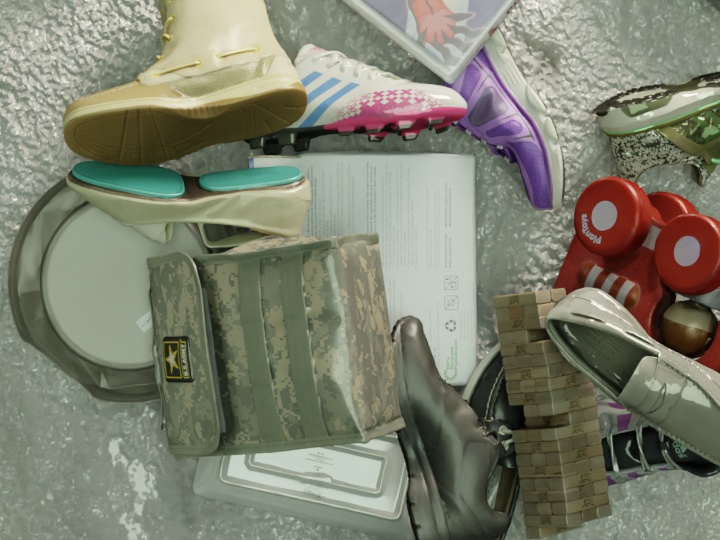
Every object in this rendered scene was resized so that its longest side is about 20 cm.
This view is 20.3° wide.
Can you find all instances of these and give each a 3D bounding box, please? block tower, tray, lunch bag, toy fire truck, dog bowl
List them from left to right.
[{"bbox_3d":[-0.194,0.009,1.684,0.198,0.059,0.202,0,92,-4],"label":"dog bowl"},{"bbox_3d":[-0.081,0.060,1.597,0.198,0.117,0.166,-7,91,22],"label":"lunch bag"},{"bbox_3d":[-0.037,0.162,1.720,0.198,0.022,0.108,13,91,-5],"label":"tray"},{"bbox_3d":[0.159,0.117,1.666,0.054,0.058,0.202,-7,89,-39],"label":"block tower"},{"bbox_3d":[0.246,0.026,1.668,0.199,0.112,0.169,28,101,37],"label":"toy fire truck"}]

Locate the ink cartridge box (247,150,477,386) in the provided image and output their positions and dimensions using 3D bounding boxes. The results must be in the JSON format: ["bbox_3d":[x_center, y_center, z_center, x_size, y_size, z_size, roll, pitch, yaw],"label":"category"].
[{"bbox_3d":[0.000,0.000,1.701,0.198,0.041,0.202,0,92,-12],"label":"ink cartridge box"}]

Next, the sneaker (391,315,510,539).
[{"bbox_3d":[0.070,0.133,1.651,0.090,0.076,0.202,-13,90,1],"label":"sneaker"}]

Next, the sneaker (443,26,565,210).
[{"bbox_3d":[0.108,-0.133,1.701,0.083,0.081,0.201,-30,85,-1],"label":"sneaker"}]

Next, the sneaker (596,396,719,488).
[{"bbox_3d":[0.251,0.141,1.683,0.198,0.140,0.078,-21,97,-4],"label":"sneaker"}]

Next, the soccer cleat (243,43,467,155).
[{"bbox_3d":[-0.011,-0.149,1.668,0.198,0.070,0.087,-5,84,15],"label":"soccer cleat"}]

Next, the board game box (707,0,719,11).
[{"bbox_3d":[0.323,-0.341,1.716,0.147,0.064,0.201,37,89,-5],"label":"board game box"}]

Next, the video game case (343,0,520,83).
[{"bbox_3d":[0.057,-0.285,1.680,0.200,0.023,0.183,39,88,16],"label":"video game case"}]

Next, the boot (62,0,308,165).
[{"bbox_3d":[-0.157,-0.173,1.639,0.198,0.073,0.156,-13,58,-12],"label":"boot"}]

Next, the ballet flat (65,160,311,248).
[{"bbox_3d":[-0.139,-0.050,1.629,0.198,0.069,0.070,2,92,-4],"label":"ballet flat"}]

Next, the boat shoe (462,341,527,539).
[{"bbox_3d":[0.112,0.159,1.700,0.074,0.060,0.202,21,91,-38],"label":"boat shoe"}]

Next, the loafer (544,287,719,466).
[{"bbox_3d":[0.228,0.091,1.592,0.199,0.070,0.070,37,122,21],"label":"loafer"}]

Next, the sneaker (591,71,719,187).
[{"bbox_3d":[0.300,-0.119,1.724,0.198,0.077,0.090,-9,105,1],"label":"sneaker"}]
